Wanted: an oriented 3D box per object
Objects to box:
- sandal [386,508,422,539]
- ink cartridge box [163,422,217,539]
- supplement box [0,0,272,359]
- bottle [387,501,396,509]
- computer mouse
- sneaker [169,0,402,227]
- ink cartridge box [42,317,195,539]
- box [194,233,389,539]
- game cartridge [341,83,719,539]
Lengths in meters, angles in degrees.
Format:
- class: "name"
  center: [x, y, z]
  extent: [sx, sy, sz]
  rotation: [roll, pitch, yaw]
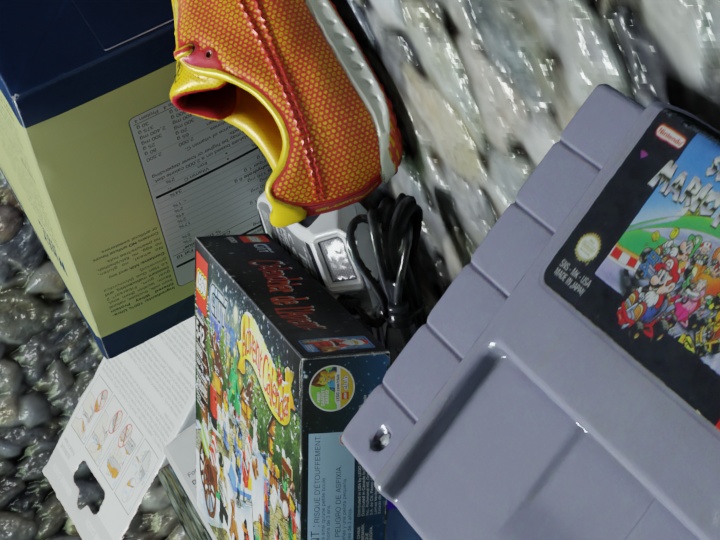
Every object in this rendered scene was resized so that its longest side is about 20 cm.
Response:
- class: "sandal"
  center: [0.067, 0.151, 0.868]
  extent: [0.200, 0.087, 0.080]
  rotation: [56, 164, 30]
- class: "ink cartridge box"
  center: [-0.005, 0.167, 1.136]
  extent: [0.200, 0.084, 0.145]
  rotation: [56, -175, 33]
- class: "supplement box"
  center: [-0.125, -0.106, 1.039]
  extent: [0.200, 0.134, 0.200]
  rotation: [56, 166, 36]
- class: "bottle"
  center: [0.066, 0.173, 0.965]
  extent: [0.200, 0.065, 0.084]
  rotation: [61, 170, 13]
- class: "computer mouse"
  center: [0.000, 0.000, 0.936]
  extent: [0.200, 0.044, 0.110]
  rotation: [-139, 29, -67]
- class: "sneaker"
  center: [-0.056, -0.111, 0.871]
  extent: [0.200, 0.077, 0.073]
  rotation: [61, 170, 22]
- class: "ink cartridge box"
  center: [-0.109, 0.068, 1.244]
  extent: [0.050, 0.201, 0.161]
  rotation: [23, -173, -26]
- class: "box"
  center: [-0.034, 0.073, 0.915]
  extent: [0.200, 0.038, 0.137]
  rotation: [-139, 47, -68]
- class: "game cartridge"
  center: [0.074, 0.037, 0.497]
  extent: [0.038, 0.130, 0.200]
  rotation: [27, -171, -31]
